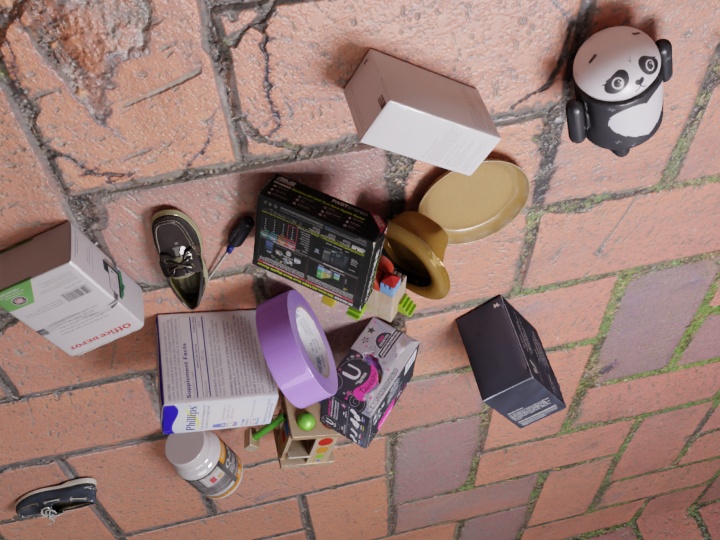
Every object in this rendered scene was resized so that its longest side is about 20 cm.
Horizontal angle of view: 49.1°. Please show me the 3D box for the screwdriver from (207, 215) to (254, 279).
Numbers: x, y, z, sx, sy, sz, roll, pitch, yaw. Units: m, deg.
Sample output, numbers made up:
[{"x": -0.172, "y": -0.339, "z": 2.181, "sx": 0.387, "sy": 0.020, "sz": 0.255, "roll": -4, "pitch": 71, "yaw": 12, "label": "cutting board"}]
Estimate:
[{"x": -0.223, "y": -0.021, "z": 1.301, "sx": 0.029, "sy": 0.028, "sz": 0.200, "roll": 29, "pitch": 131, "yaw": -8, "label": "screwdriver"}]

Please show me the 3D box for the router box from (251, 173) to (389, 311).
[{"x": -0.065, "y": -0.042, "z": 1.209, "sx": 0.198, "sy": 0.062, "sz": 0.151, "roll": 24, "pitch": 135, "yaw": 10, "label": "router box"}]

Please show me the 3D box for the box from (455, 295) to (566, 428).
[{"x": 0.312, "y": 0.192, "z": 1.631, "sx": 0.117, "sy": 0.198, "sz": 0.200, "roll": -29, "pitch": 141, "yaw": 19, "label": "box"}]

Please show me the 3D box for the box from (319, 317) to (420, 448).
[{"x": 0.017, "y": 0.215, "z": 1.535, "sx": 0.114, "sy": 0.200, "sz": 0.133, "roll": 26, "pitch": 144, "yaw": 16, "label": "box"}]

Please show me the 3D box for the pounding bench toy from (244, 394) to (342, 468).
[{"x": -0.145, "y": 0.333, "z": 1.696, "sx": 0.198, "sy": 0.125, "sz": 0.157, "roll": 0, "pitch": 140, "yaw": -20, "label": "pounding bench toy"}]

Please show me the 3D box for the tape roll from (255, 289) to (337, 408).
[{"x": -0.111, "y": 0.138, "z": 1.398, "sx": 0.065, "sy": 0.201, "sz": 0.200, "roll": -24, "pitch": 143, "yaw": 10, "label": "tape roll"}]

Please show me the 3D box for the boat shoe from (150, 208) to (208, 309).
[{"x": -0.281, "y": -0.014, "z": 1.252, "sx": 0.072, "sy": 0.065, "sz": 0.201, "roll": -12, "pitch": 142, "yaw": 0, "label": "boat shoe"}]

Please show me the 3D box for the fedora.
[{"x": 0.086, "y": -0.040, "z": 1.304, "sx": 0.082, "sy": 0.200, "sz": 0.201, "roll": -47, "pitch": 147, "yaw": -18, "label": "fedora"}]

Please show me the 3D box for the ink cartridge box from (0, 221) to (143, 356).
[{"x": -0.453, "y": 0.035, "z": 1.233, "sx": 0.145, "sy": 0.085, "sz": 0.200, "roll": -22, "pitch": 143, "yaw": 8, "label": "ink cartridge box"}]

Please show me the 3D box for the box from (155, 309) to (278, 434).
[{"x": -0.261, "y": 0.178, "z": 1.407, "sx": 0.198, "sy": 0.185, "sz": 0.105, "roll": -2, "pitch": 143, "yaw": -18, "label": "box"}]

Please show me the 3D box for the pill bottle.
[{"x": -0.345, "y": 0.419, "z": 1.738, "sx": 0.115, "sy": 0.117, "sz": 0.201, "roll": -19, "pitch": 143, "yaw": 4, "label": "pill bottle"}]

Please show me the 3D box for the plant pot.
[{"x": 0.187, "y": -0.119, "z": 1.328, "sx": 0.198, "sy": 0.028, "sz": 0.201, "roll": -11, "pitch": 143, "yaw": -8, "label": "plant pot"}]

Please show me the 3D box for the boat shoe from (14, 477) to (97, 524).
[{"x": -0.693, "y": 0.532, "z": 1.795, "sx": 0.198, "sy": 0.062, "sz": 0.075, "roll": -16, "pitch": 145, "yaw": 0, "label": "boat shoe"}]

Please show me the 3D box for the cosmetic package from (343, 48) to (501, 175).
[{"x": 0.086, "y": -0.217, "z": 1.096, "sx": 0.198, "sy": 0.114, "sz": 0.081, "roll": 12, "pitch": 135, "yaw": -30, "label": "cosmetic package"}]

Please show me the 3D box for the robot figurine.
[{"x": 0.375, "y": -0.256, "z": 1.141, "sx": 0.124, "sy": 0.151, "sz": 0.200, "roll": 10, "pitch": 153, "yaw": 27, "label": "robot figurine"}]

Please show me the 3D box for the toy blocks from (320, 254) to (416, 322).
[{"x": 0.000, "y": 0.000, "z": 1.311, "sx": 0.199, "sy": 0.100, "sz": 0.137, "roll": 26, "pitch": 148, "yaw": 16, "label": "toy blocks"}]
